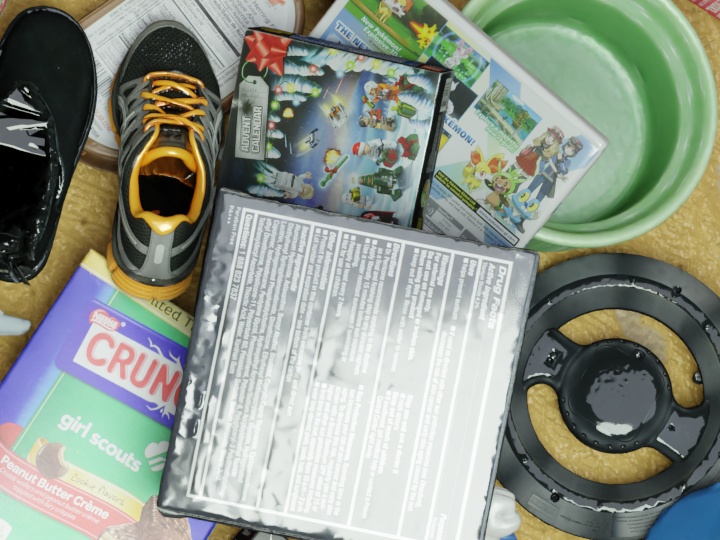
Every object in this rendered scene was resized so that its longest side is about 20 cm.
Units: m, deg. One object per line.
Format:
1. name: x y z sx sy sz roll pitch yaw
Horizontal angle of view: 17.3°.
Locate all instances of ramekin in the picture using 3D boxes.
1. ramekin: 0.137 -0.107 1.641 0.199 0.098 0.201 2 80 -12

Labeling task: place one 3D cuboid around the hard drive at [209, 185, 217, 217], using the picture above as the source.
1. hard drive: 0.000 0.000 1.615 0.132 0.025 0.200 -32 83 -10

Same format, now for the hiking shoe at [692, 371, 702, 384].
1. hiking shoe: 0.312 0.141 1.661 0.100 0.076 0.200 -27 79 -7

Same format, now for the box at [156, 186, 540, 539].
1. box: -0.007 0.068 1.463 0.198 0.123 0.201 12 89 1

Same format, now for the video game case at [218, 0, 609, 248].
1. video game case: 0.032 -0.080 1.565 0.200 0.022 0.182 41 107 7

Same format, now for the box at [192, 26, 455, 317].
1. box: -0.025 -0.048 1.553 0.136 0.040 0.201 14 101 15

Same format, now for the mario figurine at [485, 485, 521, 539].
1. mario figurine: 0.100 0.198 1.571 0.123 0.106 0.201 3 63 -50

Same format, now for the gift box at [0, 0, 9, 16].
1. gift box: -0.306 -0.220 1.517 0.200 0.184 0.187 30 78 -13

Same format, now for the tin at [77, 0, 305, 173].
1. tin: -0.126 -0.149 1.621 0.200 0.042 0.112 -38 95 -16

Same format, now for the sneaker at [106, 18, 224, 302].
1. sneaker: -0.123 -0.082 1.540 0.078 0.077 0.201 4 62 -11

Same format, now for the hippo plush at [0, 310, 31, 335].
1. hippo plush: -0.346 0.012 1.481 0.200 0.159 0.161 -32 79 1

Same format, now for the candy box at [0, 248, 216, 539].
1. candy box: -0.162 0.117 1.549 0.169 0.077 0.200 33 74 -4

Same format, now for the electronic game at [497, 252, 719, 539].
1. electronic game: 0.175 0.087 1.634 0.199 0.042 0.201 -1 79 3

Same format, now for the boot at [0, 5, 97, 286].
1. boot: -0.212 -0.085 1.495 0.073 0.162 0.199 11 82 -3

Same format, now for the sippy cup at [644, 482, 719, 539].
1. sippy cup: 0.256 0.216 1.578 0.130 0.140 0.178 42 87 -23

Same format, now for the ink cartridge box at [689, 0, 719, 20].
1. ink cartridge box: 0.359 -0.213 1.714 0.200 0.084 0.145 32 76 -5

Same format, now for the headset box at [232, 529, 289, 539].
1. headset box: -0.076 0.282 1.532 0.149 0.077 0.200 43 81 -5
